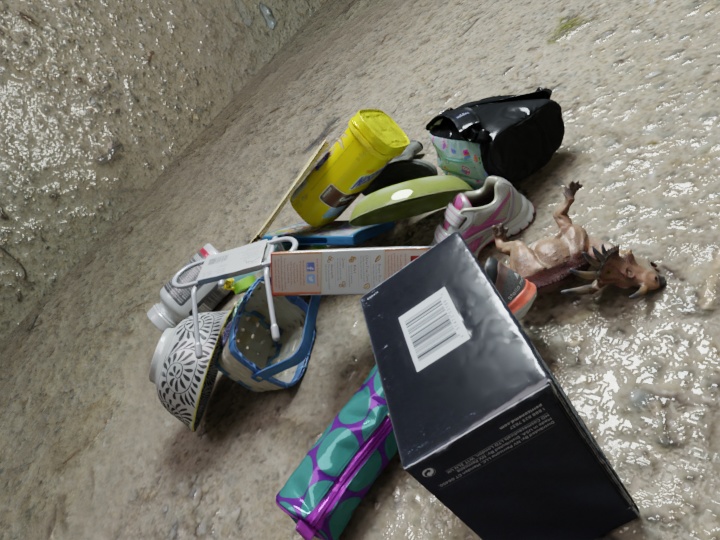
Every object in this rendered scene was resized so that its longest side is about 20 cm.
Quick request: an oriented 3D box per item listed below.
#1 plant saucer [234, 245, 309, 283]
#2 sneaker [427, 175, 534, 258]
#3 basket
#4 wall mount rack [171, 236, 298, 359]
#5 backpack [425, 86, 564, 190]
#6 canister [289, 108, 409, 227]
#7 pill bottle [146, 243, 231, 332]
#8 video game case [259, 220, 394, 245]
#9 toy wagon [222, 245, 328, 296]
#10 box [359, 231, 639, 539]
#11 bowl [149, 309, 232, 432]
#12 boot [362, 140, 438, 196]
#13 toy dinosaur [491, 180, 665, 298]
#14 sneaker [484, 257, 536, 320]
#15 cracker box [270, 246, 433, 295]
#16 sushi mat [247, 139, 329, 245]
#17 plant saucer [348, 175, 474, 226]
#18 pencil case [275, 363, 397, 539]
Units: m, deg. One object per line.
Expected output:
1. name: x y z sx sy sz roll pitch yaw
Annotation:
1. plant saucer: -0.182 -0.030 1.057 0.198 0.036 0.200 -26 9 4
2. sneaker: 0.142 -0.062 0.761 0.199 0.088 0.082 -39 31 5
3. basket: -0.128 0.093 0.826 0.199 0.139 0.178 -30 32 34
4. wall mount rack: -0.174 0.029 0.771 0.197 0.075 0.175 -15 34 11
5. backpack: 0.191 -0.197 0.832 0.165 0.128 0.199 -27 25 -21
6. canister: -0.021 -0.176 0.942 0.200 0.087 0.148 -44 -3 27
7. pill bottle: -0.362 0.048 1.173 0.200 0.111 0.110 -46 31 -8
8. video game case: -0.059 -0.068 0.950 0.197 0.018 0.143 2 16 31
9. toy wagon: -0.147 0.010 0.941 0.198 0.040 0.155 -21 -6 -38
10. box: 0.111 0.112 0.472 0.123 0.199 0.201 -34 31 12
11. bowl: -0.281 0.149 0.875 0.201 0.093 0.204 -163 90 -84
12. boot: 0.086 -0.211 1.040 0.198 0.068 0.131 1 45 47
13. toy dinosaur: 0.219 -0.005 0.617 0.199 0.086 0.137 -28 40 32
14. sneaker: 0.108 0.048 0.632 0.200 0.082 0.077 -42 8 36
15. cracker box: 0.000 0.000 0.695 0.197 0.059 0.134 -2 1 15
16. sushi mat: -0.120 -0.122 0.882 0.201 0.012 0.095 -58 14 -18
17. plant saucer: 0.075 -0.109 0.828 0.197 0.032 0.200 -14 -2 -1
18. pencil case: -0.004 0.200 0.605 0.201 0.085 0.092 -51 4 -14
